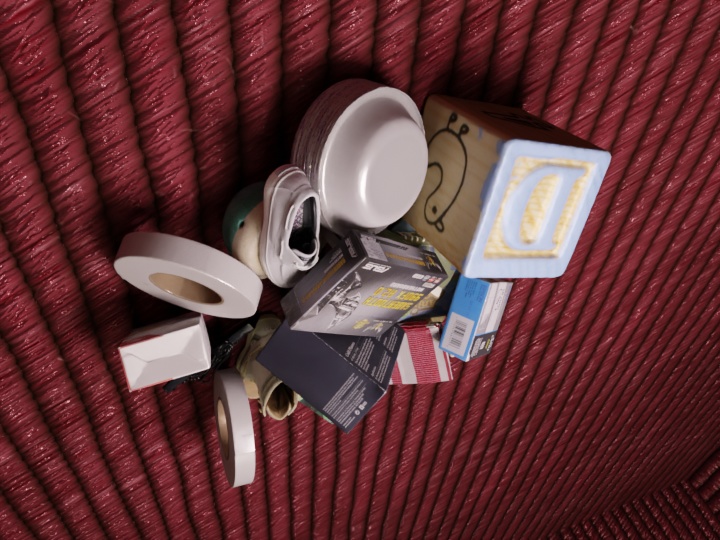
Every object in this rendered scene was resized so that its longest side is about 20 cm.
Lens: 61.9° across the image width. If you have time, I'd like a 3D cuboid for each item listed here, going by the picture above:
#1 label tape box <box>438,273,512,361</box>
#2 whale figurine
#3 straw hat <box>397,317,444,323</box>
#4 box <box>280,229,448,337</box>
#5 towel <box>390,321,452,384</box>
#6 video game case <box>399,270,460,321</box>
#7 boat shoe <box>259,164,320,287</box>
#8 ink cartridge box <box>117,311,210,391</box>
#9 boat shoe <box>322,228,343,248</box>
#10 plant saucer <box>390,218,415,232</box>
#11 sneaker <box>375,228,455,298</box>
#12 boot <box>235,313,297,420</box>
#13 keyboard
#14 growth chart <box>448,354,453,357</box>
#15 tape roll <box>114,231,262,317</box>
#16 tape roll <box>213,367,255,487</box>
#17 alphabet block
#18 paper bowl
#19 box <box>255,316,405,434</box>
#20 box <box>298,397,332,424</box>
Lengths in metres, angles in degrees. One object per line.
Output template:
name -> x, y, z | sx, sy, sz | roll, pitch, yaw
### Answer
label tape box -> 0.228, 0.079, 1.123 | 0.199, 0.062, 0.147 | 0, 109, -60
whale figurine -> -0.118, -0.064, 0.875 | 0.160, 0.104, 0.199 | -54, 156, 16
straw hat -> 0.108, 0.131, 1.186 | 0.197, 0.086, 0.204 | -16, 138, -15
box -> 0.009, 0.026, 0.842 | 0.158, 0.049, 0.198 | -43, 148, 26
towel -> 0.067, 0.162, 1.134 | 0.195, 0.023, 0.146 | -6, 123, 17
video game case -> 0.099, 0.021, 1.059 | 0.196, 0.022, 0.185 | -5, 134, -25
boat shoe -> -0.081, -0.039, 0.766 | 0.071, 0.069, 0.202 | -23, 145, -32
ink cartridge box -> -0.292, 0.114, 0.917 | 0.114, 0.200, 0.069 | -15, 96, -13
boat shoe -> 0.000, 0.000, 0.931 | 0.068, 0.075, 0.200 | -35, 128, 15
plant saucer -> 0.109, -0.046, 1.045 | 0.197, 0.039, 0.204 | -16, 138, -15
sneaker -> 0.088, -0.038, 0.942 | 0.090, 0.067, 0.199 | -50, 131, 5
boot -> -0.164, 0.200, 1.053 | 0.071, 0.156, 0.203 | -1, 133, -26
keyboard -> -0.246, 0.152, 1.005 | 0.198, 0.104, 0.040 | -37, 98, 10
growth chart -> 0.123, 0.193, 1.228 | 0.198, 0.018, 0.144 | -28, 172, 25
tape roll -> -0.234, 0.010, 0.822 | 0.198, 0.038, 0.204 | 13, 159, 5
tape roll -> -0.226, 0.276, 1.063 | 0.036, 0.205, 0.206 | -6, 135, -22
alphabet block -> 0.196, -0.122, 0.865 | 0.192, 0.200, 0.199 | 2, 117, -29
paper bowl -> 0.012, -0.140, 0.792 | 0.199, 0.103, 0.205 | -28, 131, -37
box -> -0.039, 0.117, 0.955 | 0.181, 0.200, 0.104 | 40, 114, -3
box -> -0.052, 0.238, 1.246 | 0.143, 0.037, 0.200 | -34, 137, 7
